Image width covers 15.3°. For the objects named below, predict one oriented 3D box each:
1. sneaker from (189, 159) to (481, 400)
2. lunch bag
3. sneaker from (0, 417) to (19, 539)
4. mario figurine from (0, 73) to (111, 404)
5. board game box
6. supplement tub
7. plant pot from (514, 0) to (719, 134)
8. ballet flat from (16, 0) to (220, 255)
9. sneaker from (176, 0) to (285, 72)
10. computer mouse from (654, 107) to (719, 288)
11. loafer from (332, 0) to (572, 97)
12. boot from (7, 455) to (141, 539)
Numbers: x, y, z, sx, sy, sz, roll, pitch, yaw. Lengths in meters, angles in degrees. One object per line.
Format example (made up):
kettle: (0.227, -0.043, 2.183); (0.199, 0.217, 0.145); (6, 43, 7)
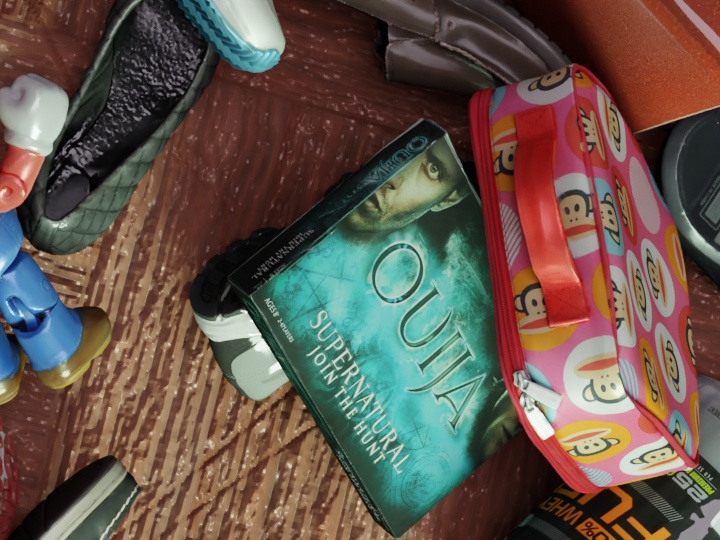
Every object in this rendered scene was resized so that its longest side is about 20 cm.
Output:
sneaker: (0.000, 0.000, 1.448); (0.199, 0.074, 0.080); (-29, 127, -20)
lunch bag: (0.113, 0.001, 1.375); (0.081, 0.176, 0.201); (-14, 63, 16)
sneaker: (-0.258, 0.080, 1.371); (0.200, 0.082, 0.078); (38, 43, -24)
mario figurine: (-0.197, -0.038, 1.345); (0.123, 0.106, 0.201); (-31, 119, -12)
board game box: (0.026, 0.033, 1.415); (0.135, 0.028, 0.200); (-40, 131, -12)
supplement tub: (0.148, 0.162, 1.449); (0.200, 0.122, 0.123); (-43, 99, -13)
plant pot: (0.164, -0.212, 1.428); (0.176, 0.200, 0.200); (41, 79, -8)
ballet flat: (-0.117, -0.095, 1.416); (0.066, 0.057, 0.201); (29, 77, -10)
sneaker: (-0.078, -0.199, 1.393); (0.080, 0.077, 0.201); (-22, 77, -10)
computer mouse: (0.229, -0.015, 1.518); (0.200, 0.053, 0.139); (46, 75, -22)
loafer: (0.038, -0.129, 1.462); (0.200, 0.073, 0.071); (36, 90, -6)
boot: (-0.142, 0.213, 1.392); (0.150, 0.073, 0.200); (38, 83, -10)
